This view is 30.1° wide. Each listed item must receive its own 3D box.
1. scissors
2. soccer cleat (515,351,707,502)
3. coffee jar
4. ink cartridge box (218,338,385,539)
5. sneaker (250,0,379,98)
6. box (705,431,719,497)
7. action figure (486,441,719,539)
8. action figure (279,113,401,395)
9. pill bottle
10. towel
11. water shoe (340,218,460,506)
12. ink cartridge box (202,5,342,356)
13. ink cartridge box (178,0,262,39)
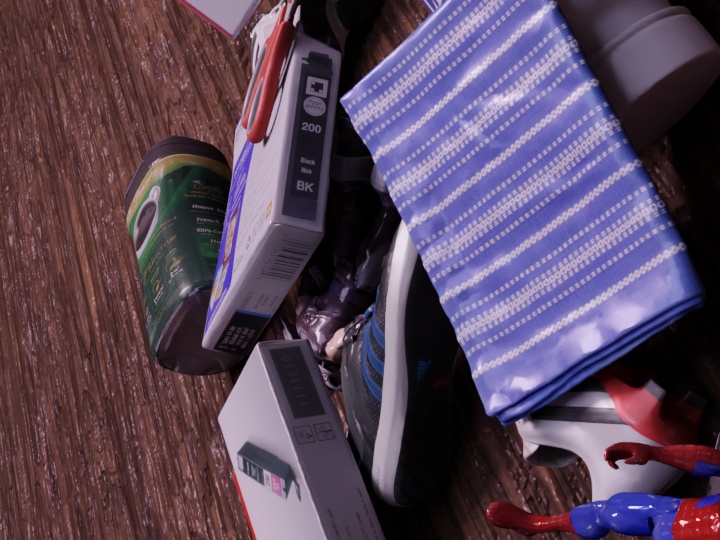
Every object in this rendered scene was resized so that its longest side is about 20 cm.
[{"bbox_3d":[-0.048,-0.176,0.896,0.073,0.014,0.202,-98,25,-59],"label":"scissors"},{"bbox_3d":[0.102,0.056,0.715,0.086,0.068,0.200,-61,38,14],"label":"soccer cleat"},{"bbox_3d":[-0.141,-0.017,1.120,0.105,0.085,0.201,-56,36,33],"label":"coffee jar"},{"bbox_3d":[-0.045,0.174,0.854,0.174,0.043,0.201,-59,45,45],"label":"ink cartridge box"},{"bbox_3d":[-0.043,-0.217,1.058,0.115,0.075,0.202,45,118,53],"label":"sneaker"},{"bbox_3d":[0.207,0.156,0.530,0.199,0.036,0.145,14,89,60],"label":"box"},{"bbox_3d":[0.113,0.112,0.574,0.199,0.098,0.066,-21,59,46],"label":"action figure"},{"bbox_3d":[0.000,0.000,0.908,0.130,0.069,0.202,33,109,51],"label":"action figure"},{"bbox_3d":[0.096,-0.158,0.711,0.201,0.119,0.120,54,128,17],"label":"pill bottle"},{"bbox_3d":[0.072,-0.039,0.661,0.145,0.024,0.202,-38,71,42],"label":"towel"},{"bbox_3d":[0.018,0.041,0.812,0.078,0.071,0.202,18,104,42],"label":"water shoe"},{"bbox_3d":[-0.062,-0.068,0.961,0.198,0.043,0.202,125,153,-57],"label":"ink cartridge box"},{"bbox_3d":[-0.100,-0.302,1.049,0.083,0.145,0.201,-46,12,50],"label":"ink cartridge box"}]
